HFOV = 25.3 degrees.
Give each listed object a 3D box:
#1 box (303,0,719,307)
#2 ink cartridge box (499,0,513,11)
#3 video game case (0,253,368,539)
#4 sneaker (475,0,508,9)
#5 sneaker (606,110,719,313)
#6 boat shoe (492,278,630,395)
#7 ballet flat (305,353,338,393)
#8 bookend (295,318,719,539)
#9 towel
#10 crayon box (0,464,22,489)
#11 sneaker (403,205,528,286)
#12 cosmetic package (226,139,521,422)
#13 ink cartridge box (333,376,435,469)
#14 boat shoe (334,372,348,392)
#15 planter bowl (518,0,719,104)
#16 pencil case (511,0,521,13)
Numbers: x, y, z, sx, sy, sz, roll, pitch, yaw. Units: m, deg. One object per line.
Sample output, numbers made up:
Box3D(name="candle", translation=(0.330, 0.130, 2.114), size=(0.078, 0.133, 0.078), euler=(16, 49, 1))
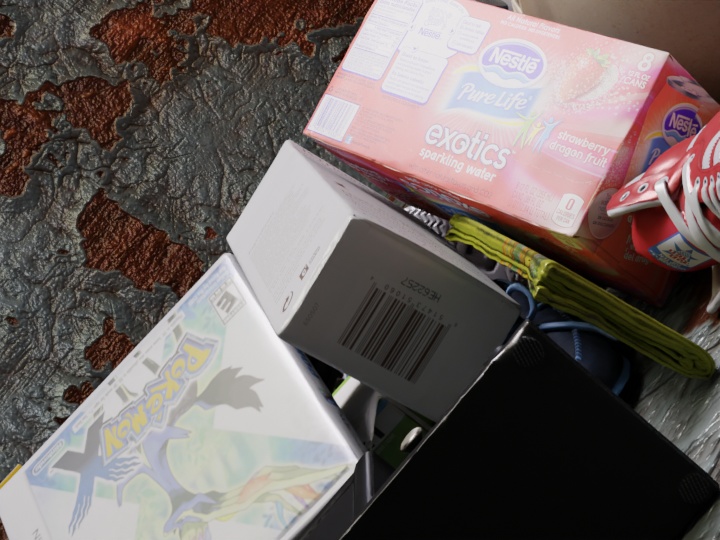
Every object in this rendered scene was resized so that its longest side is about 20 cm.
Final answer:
Box3D(name="box", translation=(0.082, -0.071, 0.830), size=(0.200, 0.095, 0.103), euler=(24, 85, 44))
Box3D(name="ink cartridge box", translation=(0.111, -0.119, 1.166), size=(0.125, 0.200, 0.129), euler=(-31, 10, 16))
Box3D(name="video game case", translation=(-0.099, 0.114, 0.836), size=(0.200, 0.022, 0.182), euler=(-45, 45, 9))
Box3D(name="sneaker", translation=(0.099, -0.098, 1.058), size=(0.115, 0.199, 0.081), euler=(-55, -16, 21))
Box3D(name="sneaker", translation=(0.155, -0.028, 0.652), size=(0.112, 0.071, 0.200), euler=(-45, -2, 19))
Box3D(name="boat shoe", translation=(0.078, 0.048, 0.809), size=(0.084, 0.069, 0.200), euler=(-50, 7, -1))
Box3D(name="ballet flat", translation=(-0.066, 0.101, 0.875), size=(0.200, 0.057, 0.067), euler=(-58, -21, -21))
Box3D(name="bookend", translation=(0.028, 0.110, 0.658), size=(0.200, 0.092, 0.199), euler=(-49, 4, 6))
Box3D(name="towel", translation=(0.093, 0.009, 0.737), size=(0.018, 0.086, 0.200), euler=(-59, 11, 3))
Box3D(name="crayon box", translation=(-0.153, 0.207, 0.983), size=(0.052, 0.200, 0.126), euler=(-52, 4, -1))
Box3D(name="sneaker", translation=(0.075, -0.005, 0.990), size=(0.199, 0.076, 0.114), euler=(-18, -9, -3))
Box3D(name="cosmetic package", translation=(0.000, 0.000, 0.823), size=(0.074, 0.102, 0.200), euler=(-58, 19, 7))
Box3D(name="ink cartridge box", translation=(-0.007, 0.141, 0.895), size=(0.148, 0.076, 0.200), euler=(-49, 10, 19))
Box3D(name="boat shoe", translation=(-0.031, 0.088, 1.023), size=(0.199, 0.072, 0.073), euler=(-10, -46, -28))
Box3D(name="planter bowl", translation=(0.199, -0.181, 0.886), size=(0.135, 0.200, 0.200), euler=(1, 46, 49))
Box3D(name="pencil case", translation=(0.171, -0.165, 1.031), size=(0.089, 0.078, 0.200), euler=(-40, -28, 26))
